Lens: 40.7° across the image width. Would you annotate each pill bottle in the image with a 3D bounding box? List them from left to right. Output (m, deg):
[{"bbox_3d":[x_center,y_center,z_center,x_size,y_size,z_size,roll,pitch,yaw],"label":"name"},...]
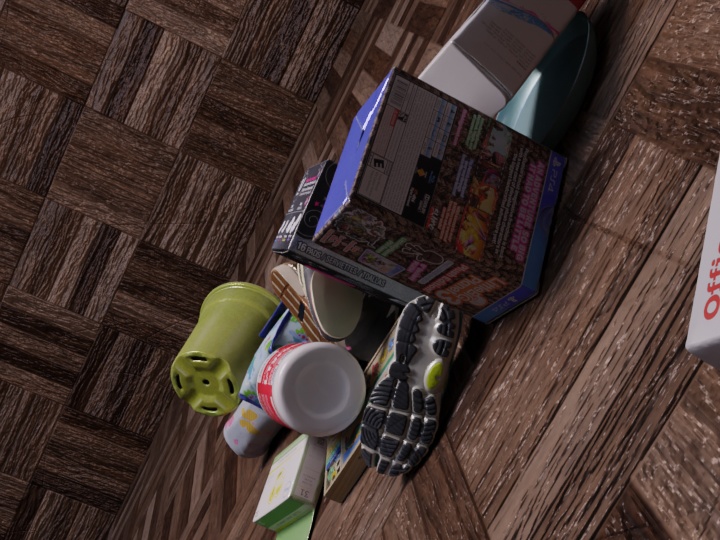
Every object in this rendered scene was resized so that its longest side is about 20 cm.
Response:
[{"bbox_3d":[-0.070,0.148,1.232,0.113,0.112,0.200,-68,12,-11],"label":"pill bottle"}]

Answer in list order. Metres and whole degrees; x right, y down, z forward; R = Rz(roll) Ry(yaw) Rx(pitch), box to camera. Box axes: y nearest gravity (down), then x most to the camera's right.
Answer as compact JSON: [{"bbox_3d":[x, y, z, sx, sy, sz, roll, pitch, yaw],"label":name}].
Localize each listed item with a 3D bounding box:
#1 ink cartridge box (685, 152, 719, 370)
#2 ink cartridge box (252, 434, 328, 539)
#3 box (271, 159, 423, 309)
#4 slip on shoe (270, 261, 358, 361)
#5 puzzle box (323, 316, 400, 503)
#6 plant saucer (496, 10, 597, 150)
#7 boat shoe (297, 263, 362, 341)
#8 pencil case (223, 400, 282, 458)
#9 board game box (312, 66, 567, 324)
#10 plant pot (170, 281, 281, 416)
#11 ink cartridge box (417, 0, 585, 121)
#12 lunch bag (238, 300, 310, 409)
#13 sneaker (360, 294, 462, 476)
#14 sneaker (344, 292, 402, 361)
[{"bbox_3d":[0.250,-0.032,0.438,0.200,0.084,0.145,-40,28,64],"label":"ink cartridge box"},{"bbox_3d":[-0.101,0.327,1.296,0.146,0.048,0.201,-47,20,54],"label":"ink cartridge box"},{"bbox_3d":[0.016,-0.035,1.130,0.115,0.199,0.132,-68,13,-5],"label":"box"},{"bbox_3d":[-0.052,0.065,1.369,0.060,0.200,0.076,-23,-31,-30],"label":"slip on shoe"},{"bbox_3d":[0.012,0.167,1.174,0.200,0.025,0.133,-59,13,27],"label":"puzzle box"},{"bbox_3d":[0.199,-0.183,1.054,0.201,0.027,0.200,-59,14,24],"label":"plant saucer"},{"bbox_3d":[-0.047,0.007,1.224,0.063,0.071,0.201,-48,43,45],"label":"boat shoe"},{"bbox_3d":[-0.153,0.230,1.603,0.091,0.083,0.200,-26,-21,-44],"label":"pencil case"},{"bbox_3d":[0.079,-0.069,0.937,0.097,0.199,0.160,-42,26,59],"label":"board game box"},{"bbox_3d":[-0.230,0.150,1.693,0.201,0.200,0.184,-57,-1,33],"label":"plant pot"},{"bbox_3d":[0.137,-0.228,1.018,0.200,0.086,0.148,-50,4,-33],"label":"ink cartridge box"},{"bbox_3d":[-0.085,0.107,1.480,0.200,0.127,0.170,-60,4,-38],"label":"lunch bag"},{"bbox_3d":[0.062,0.118,1.001,0.201,0.077,0.080,-69,-18,7],"label":"sneaker"},{"bbox_3d":[0.033,0.016,1.258,0.201,0.080,0.086,-60,2,1],"label":"sneaker"}]
